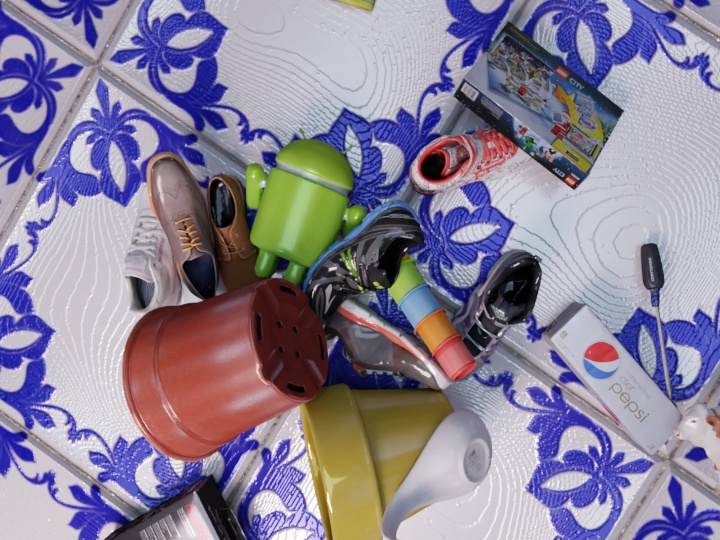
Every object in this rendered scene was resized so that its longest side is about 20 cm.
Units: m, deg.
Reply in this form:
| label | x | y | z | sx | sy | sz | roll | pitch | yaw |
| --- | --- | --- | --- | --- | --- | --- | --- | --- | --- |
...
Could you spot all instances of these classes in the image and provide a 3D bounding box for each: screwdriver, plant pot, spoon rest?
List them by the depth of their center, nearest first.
| label | x | y | z | sx | sy | sz | roll | pitch | yaw |
| --- | --- | --- | --- | --- | --- | --- | --- | --- | --- |
| spoon rest | 0.088 | 0.245 | 0.760 | 0.199 | 0.060 | 0.101 | -40 | 113 | -35 |
| plant pot | -0.154 | 0.113 | 0.815 | 0.191 | 0.200 | 0.206 | -22 | 89 | 29 |
| plant pot | 0.029 | 0.237 | 0.848 | 0.183 | 0.201 | 0.208 | -12 | 90 | -11 |
| screwdriver | 0.391 | 0.065 | 0.872 | 0.028 | 0.028 | 0.207 | 2 | 79 | 0 |

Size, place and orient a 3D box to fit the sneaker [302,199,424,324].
| label | x | y | z | sx | sy | sz | roll | pitch | yaw |
| --- | --- | --- | --- | --- | --- | --- | --- | --- | --- |
| sneaker | 0.000 | 0.000 | 0.838 | 0.199 | 0.070 | 0.084 | -43 | 57 | 12 |

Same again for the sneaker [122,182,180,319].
| label | x | y | z | sx | sy | sz | roll | pitch | yaw |
| --- | --- | --- | --- | --- | --- | --- | --- | --- | --- |
| sneaker | -0.281 | -0.030 | 0.905 | 0.072 | 0.100 | 0.208 | 2 | 90 | 7 |

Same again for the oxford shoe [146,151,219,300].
| label | x | y | z | sx | sy | sz | roll | pitch | yaw |
| --- | --- | --- | --- | --- | --- | --- | --- | --- | --- |
| oxford shoe | -0.223 | -0.054 | 0.861 | 0.070 | 0.073 | 0.205 | -24 | 122 | -16 |

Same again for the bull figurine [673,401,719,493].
| label | x | y | z | sx | sy | sz | roll | pitch | yaw |
| --- | --- | --- | --- | --- | --- | --- | --- | --- | --- |
| bull figurine | 0.486 | 0.223 | 0.840 | 0.194 | 0.065 | 0.126 | -3 | 95 | -22 |

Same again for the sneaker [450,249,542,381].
| label | x | y | z | sx | sy | sz | roll | pitch | yaw |
| --- | --- | --- | --- | --- | --- | --- | --- | --- | --- |
| sneaker | 0.168 | 0.060 | 0.850 | 0.076 | 0.140 | 0.204 | 30 | 93 | 3 |

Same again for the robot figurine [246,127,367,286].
| label | x | y | z | sx | sy | sz | roll | pitch | yaw |
| --- | --- | --- | --- | --- | --- | --- | --- | --- | --- |
| robot figurine | -0.077 | -0.081 | 0.879 | 0.171 | 0.116 | 0.206 | 20 | 92 | 3 |

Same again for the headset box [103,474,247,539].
| label | x | y | z | sx | sy | sz | roll | pitch | yaw |
| --- | --- | --- | --- | --- | --- | --- | --- | --- | --- |
| headset box | -0.250 | 0.400 | 0.922 | 0.196 | 0.077 | 0.152 | -29 | 89 | 6 |

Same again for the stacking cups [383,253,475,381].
| label | x | y | z | sx | sy | sz | roll | pitch | yaw |
| --- | --- | --- | --- | --- | --- | --- | --- | --- | --- |
| stacking cups | 0.082 | 0.051 | 0.868 | 0.060 | 0.060 | 0.203 | -35 | 70 | 5 |

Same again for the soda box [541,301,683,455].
| label | x | y | z | sx | sy | sz | roll | pitch | yaw |
| --- | --- | --- | --- | --- | --- | --- | --- | --- | --- |
| soda box | 0.335 | 0.140 | 0.878 | 0.068 | 0.064 | 0.201 | -41 | 89 | 3 |

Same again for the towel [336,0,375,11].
| label | x | y | z | sx | sy | sz | roll | pitch | yaw |
| --- | --- | --- | --- | --- | --- | --- | --- | --- | --- |
| towel | 0.007 | -0.472 | 0.917 | 0.084 | 0.018 | 0.206 | 18 | 91 | -2 |

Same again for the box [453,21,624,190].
| label | x | y | z | sx | sy | sz | roll | pitch | yaw |
| --- | --- | --- | --- | --- | --- | --- | --- | --- | --- |
| box | 0.234 | -0.217 | 0.859 | 0.198 | 0.038 | 0.137 | 38 | 60 | 2 |

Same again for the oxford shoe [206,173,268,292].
| label | x | y | z | sx | sy | sz | roll | pitch | yaw |
| --- | --- | --- | --- | --- | --- | --- | --- | --- | --- |
| oxford shoe | -0.177 | -0.033 | 0.912 | 0.069 | 0.071 | 0.206 | -16 | 91 | 3 |

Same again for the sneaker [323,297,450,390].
| label | x | y | z | sx | sy | sz | roll | pitch | yaw |
| --- | --- | --- | --- | --- | --- | --- | --- | --- | --- |
| sneaker | 0.031 | 0.114 | 0.888 | 0.197 | 0.077 | 0.083 | 33 | 94 | 24 |

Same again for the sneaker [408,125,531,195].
| label | x | y | z | sx | sy | sz | roll | pitch | yaw |
| --- | --- | --- | --- | --- | --- | --- | --- | --- | --- |
| sneaker | 0.158 | -0.153 | 0.864 | 0.196 | 0.108 | 0.069 | -19 | 90 | 4 |
